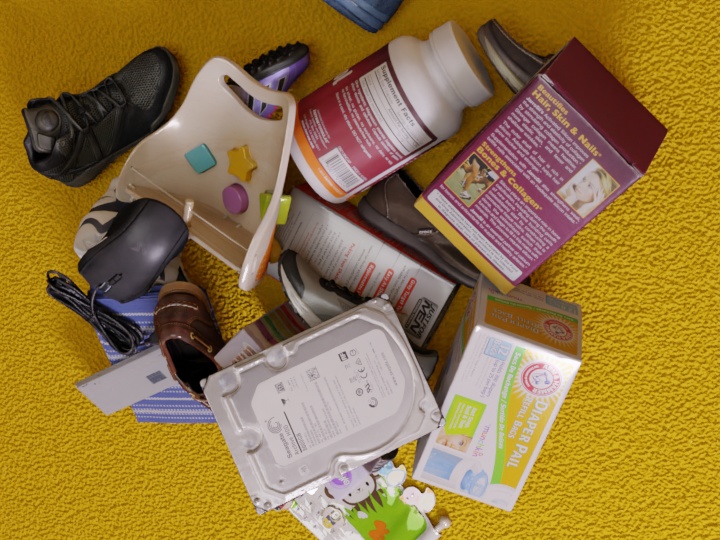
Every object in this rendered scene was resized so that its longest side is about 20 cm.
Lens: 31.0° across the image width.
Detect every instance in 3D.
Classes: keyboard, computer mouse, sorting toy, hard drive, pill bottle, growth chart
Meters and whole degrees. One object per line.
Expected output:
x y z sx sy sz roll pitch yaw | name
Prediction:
-0.228 0.111 1.418 0.199 0.011 0.056 -25 127 31 | keyboard
-0.225 0.020 1.307 0.140 0.046 0.199 42 127 -19 | computer mouse
-0.129 -0.111 1.301 0.199 0.106 0.182 34 117 30 | sorting toy
-0.036 0.125 1.227 0.198 0.038 0.141 -24 84 -5 | hard drive
0.029 -0.161 1.300 0.199 0.113 0.114 -30 91 18 | pill bottle
-0.009 0.258 1.437 0.199 0.018 0.145 38 107 6 | growth chart

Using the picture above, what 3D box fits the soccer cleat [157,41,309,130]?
-0.124 -0.169 1.375 0.199 0.068 0.073 -31 107 19 | soccer cleat

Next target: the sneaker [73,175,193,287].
-0.218 -0.025 1.419 0.079 0.131 0.199 -21 130 39 | sneaker

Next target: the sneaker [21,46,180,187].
-0.284 -0.168 1.388 0.199 0.114 0.077 -36 73 17 | sneaker

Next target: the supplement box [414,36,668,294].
0.166 -0.096 1.216 0.131 0.103 0.200 45 130 -2 | supplement box

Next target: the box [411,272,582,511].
0.136 0.120 1.287 0.111 0.102 0.202 18 121 -1 | box

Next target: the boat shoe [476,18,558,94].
0.199 -0.179 1.276 0.200 0.075 0.073 45 99 -4 | boat shoe

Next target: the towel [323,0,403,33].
0.028 -0.349 1.301 0.111 0.049 0.201 37 107 6 | towel

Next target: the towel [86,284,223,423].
-0.209 0.092 1.417 0.143 0.024 0.201 -1 131 15 | towel

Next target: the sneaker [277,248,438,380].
-0.004 0.048 1.312 0.200 0.074 0.079 44 102 -2 | sneaker

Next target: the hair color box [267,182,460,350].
0.000 0.000 1.365 0.199 0.061 0.102 32 108 10 | hair color box

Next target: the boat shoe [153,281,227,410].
-0.165 0.097 1.328 0.070 0.201 0.071 -13 51 9 | boat shoe

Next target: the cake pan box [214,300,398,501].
-0.044 0.129 1.336 0.052 0.184 0.200 -43 86 18 | cake pan box

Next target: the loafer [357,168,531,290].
0.092 -0.041 1.323 0.199 0.073 0.072 30 106 9 | loafer
